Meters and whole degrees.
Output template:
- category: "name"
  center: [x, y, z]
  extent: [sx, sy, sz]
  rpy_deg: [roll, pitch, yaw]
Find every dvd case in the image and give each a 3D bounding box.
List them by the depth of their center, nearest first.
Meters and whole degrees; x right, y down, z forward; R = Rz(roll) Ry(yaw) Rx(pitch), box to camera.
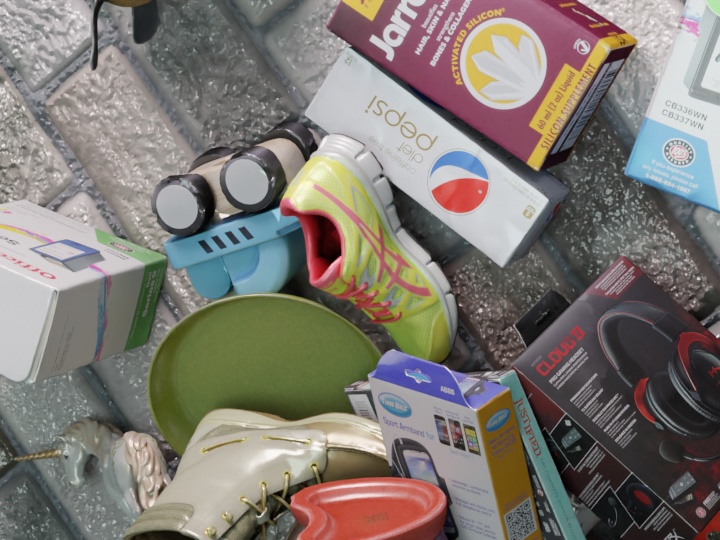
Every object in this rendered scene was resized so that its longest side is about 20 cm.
- category: "dvd case"
  center: [0.075, 0.145, 1.601]
  extent: [0.200, 0.022, 0.147]
  rpy_deg: [-10, 107, 55]

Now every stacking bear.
- category: "stacking bear"
  center: [0.021, 0.263, 1.550]
  extent: [0.113, 0.121, 0.201]
  rpy_deg: [-9, 106, -3]

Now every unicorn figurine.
- category: "unicorn figurine"
  center: [-0.192, 0.175, 1.765]
  extent: [0.138, 0.074, 0.200]
  rpy_deg: [61, 146, 5]

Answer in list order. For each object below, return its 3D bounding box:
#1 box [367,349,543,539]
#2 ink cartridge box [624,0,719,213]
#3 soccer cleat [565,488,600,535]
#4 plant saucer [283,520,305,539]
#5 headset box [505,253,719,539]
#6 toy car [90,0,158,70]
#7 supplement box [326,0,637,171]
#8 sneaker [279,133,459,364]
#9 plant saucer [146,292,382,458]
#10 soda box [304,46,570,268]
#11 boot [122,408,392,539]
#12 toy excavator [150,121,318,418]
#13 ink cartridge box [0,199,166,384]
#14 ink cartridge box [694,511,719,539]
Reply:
- category: "box"
  center: [0.071, 0.146, 1.554]
  extent: [0.119, 0.041, 0.201]
  rpy_deg: [15, 124, 48]
- category: "ink cartridge box"
  center: [0.298, -0.141, 1.499]
  extent: [0.146, 0.146, 0.201]
  rpy_deg: [22, 106, 16]
- category: "soccer cleat"
  center: [0.143, 0.194, 1.647]
  extent: [0.069, 0.085, 0.200]
  rpy_deg: [37, 110, 10]
- category: "plant saucer"
  center: [-0.014, 0.268, 1.696]
  extent: [0.037, 0.201, 0.201]
  rpy_deg: [24, 113, -30]
- category: "headset box"
  center: [0.198, 0.096, 1.570]
  extent: [0.200, 0.149, 0.075]
  rpy_deg: [43, 145, 10]
- category: "toy car"
  center: [-0.159, -0.251, 1.658]
  extent: [0.157, 0.164, 0.201]
  rpy_deg: [28, 117, 15]
- category: "supplement box"
  center: [0.091, -0.177, 1.606]
  extent: [0.200, 0.086, 0.111]
  rpy_deg: [35, 109, 13]
- category: "sneaker"
  center: [0.000, 0.000, 1.643]
  extent: [0.078, 0.090, 0.201]
  rpy_deg: [-10, 117, 53]
- category: "plant saucer"
  center: [-0.069, 0.093, 1.704]
  extent: [0.199, 0.031, 0.201]
  rpy_deg: [2, 124, 3]
- category: "soda box"
  center: [0.059, -0.091, 1.645]
  extent: [0.200, 0.064, 0.068]
  rpy_deg: [38, 110, 12]
- category: "boot"
  center: [-0.066, 0.176, 1.619]
  extent: [0.199, 0.155, 0.072]
  rpy_deg: [4, 125, 27]
- category: "toy excavator"
  center: [-0.100, 0.006, 1.712]
  extent: [0.194, 0.100, 0.201]
  rpy_deg: [-18, 101, 24]
- category: "ink cartridge box"
  center: [-0.266, 0.014, 1.713]
  extent: [0.145, 0.200, 0.088]
  rpy_deg: [21, 106, 17]
- category: "ink cartridge box"
  center: [0.267, 0.289, 1.635]
  extent: [0.159, 0.047, 0.201]
  rpy_deg: [21, 108, 17]
